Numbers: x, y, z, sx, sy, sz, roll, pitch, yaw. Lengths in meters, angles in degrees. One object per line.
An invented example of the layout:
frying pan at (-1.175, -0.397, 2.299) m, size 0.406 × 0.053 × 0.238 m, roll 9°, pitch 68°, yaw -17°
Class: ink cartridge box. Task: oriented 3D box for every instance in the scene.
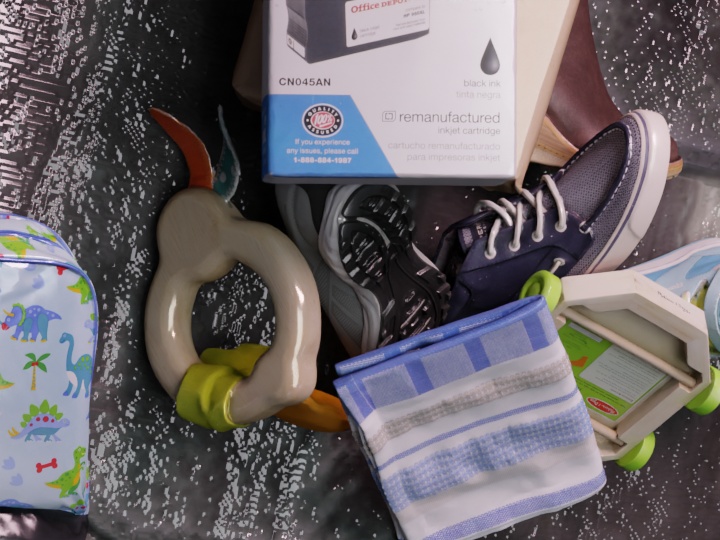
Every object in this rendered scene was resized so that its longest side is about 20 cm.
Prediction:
ink cartridge box at (0.016, -0.151, 1.411) m, size 0.144 × 0.084 × 0.200 m, roll 0°, pitch 89°, yaw -3°

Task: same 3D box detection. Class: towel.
towel at (0.072, 0.104, 1.558) m, size 0.147 × 0.024 × 0.200 m, roll -20°, pitch 137°, yaw 2°

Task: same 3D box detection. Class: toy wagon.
toy wagon at (0.134, 0.078, 1.605) m, size 0.155 × 0.040 × 0.200 m, roll 29°, pitch 126°, yaw -25°

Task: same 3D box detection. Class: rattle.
rattle at (-0.060, -0.003, 1.528) m, size 0.143 × 0.130 × 0.200 m, roll -2°, pitch 70°, yaw -39°

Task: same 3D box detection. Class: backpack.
backpack at (-0.223, 0.062, 1.416) m, size 0.163 × 0.154 × 0.200 m, roll 7°, pitch 79°, yaw -22°

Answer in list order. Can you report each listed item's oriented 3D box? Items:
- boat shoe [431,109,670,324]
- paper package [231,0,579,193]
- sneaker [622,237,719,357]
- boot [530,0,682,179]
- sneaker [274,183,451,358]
boat shoe at (0.116, -0.028, 1.569) m, size 0.093 × 0.075 × 0.200 m, roll 10°, pitch 129°, yaw -25°
paper package at (0.035, -0.170, 1.507) m, size 0.190 × 0.103 × 0.200 m, roll 18°, pitch 88°, yaw -6°
sneaker at (0.213, 0.037, 1.643) m, size 0.200 × 0.131 × 0.080 m, roll -28°, pitch 109°, yaw -22°
boot at (0.139, -0.148, 1.614) m, size 0.200 × 0.072 × 0.167 m, roll 9°, pitch 93°, yaw -25°
sneaker at (0.000, 0.000, 1.538) m, size 0.074 × 0.079 × 0.200 m, roll -47°, pitch 144°, yaw -21°
